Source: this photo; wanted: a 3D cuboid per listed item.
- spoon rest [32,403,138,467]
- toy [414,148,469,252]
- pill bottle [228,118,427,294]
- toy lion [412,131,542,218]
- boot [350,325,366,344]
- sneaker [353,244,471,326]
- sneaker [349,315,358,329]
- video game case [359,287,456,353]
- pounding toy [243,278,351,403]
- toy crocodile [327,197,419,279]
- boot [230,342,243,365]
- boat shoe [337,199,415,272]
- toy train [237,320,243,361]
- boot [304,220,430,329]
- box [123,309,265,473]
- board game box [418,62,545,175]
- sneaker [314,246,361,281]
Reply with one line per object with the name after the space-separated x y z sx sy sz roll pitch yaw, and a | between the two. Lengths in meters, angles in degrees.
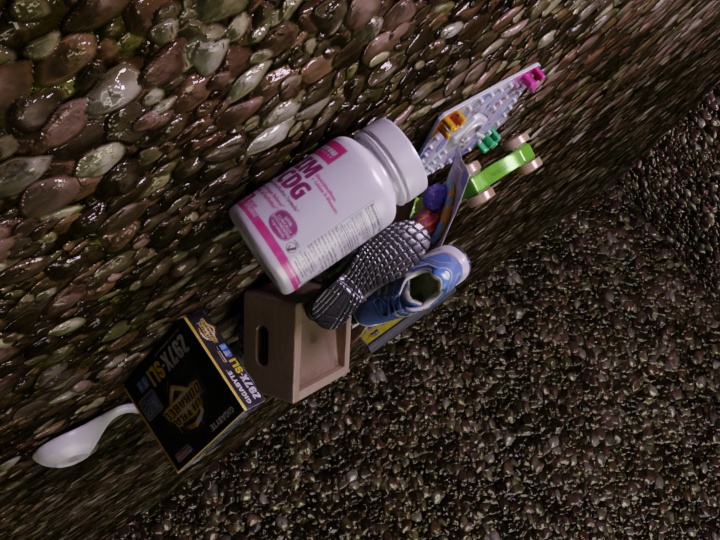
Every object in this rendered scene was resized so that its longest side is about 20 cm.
-0.424 0.263 1.135 0.199 0.061 0.099 -14 157 -31 | spoon rest
0.099 -0.072 1.024 0.115 0.047 0.201 -93 -163 -62 | toy
-0.033 -0.074 0.772 0.200 0.114 0.113 -35 169 -10 | pill bottle
0.186 -0.147 1.217 0.200 0.069 0.191 -32 -176 -28 | toy lion
0.019 0.029 1.299 0.155 0.072 0.201 -36 148 -65 | boot
0.058 0.027 0.984 0.200 0.076 0.077 -33 -176 35 | sneaker
0.012 0.048 1.184 0.200 0.067 0.090 -33 169 39 | sneaker
0.053 0.040 1.353 0.200 0.181 0.026 -35 137 -8 | video game case
-0.123 0.121 1.118 0.184 0.141 0.201 -19 116 -56 | pounding toy
0.018 -0.055 1.133 0.199 0.062 0.068 -34 169 -17 | toy crocodile
-0.263 0.188 1.223 0.200 0.072 0.183 -38 148 -45 | boot
0.036 -0.039 1.073 0.074 0.066 0.201 20 101 -41 | boat shoe
-0.129 0.091 1.245 0.199 0.085 0.114 -32 159 -22 | toy train
0.000 0.000 0.984 0.200 0.068 0.131 -40 -171 -4 | boot
-0.247 0.178 1.023 0.200 0.160 0.049 -43 166 33 | box
0.167 -0.207 1.062 0.199 0.026 0.200 -32 167 -23 | board game box
-0.012 -0.071 0.971 0.115 0.081 0.199 -37 174 -32 | sneaker
